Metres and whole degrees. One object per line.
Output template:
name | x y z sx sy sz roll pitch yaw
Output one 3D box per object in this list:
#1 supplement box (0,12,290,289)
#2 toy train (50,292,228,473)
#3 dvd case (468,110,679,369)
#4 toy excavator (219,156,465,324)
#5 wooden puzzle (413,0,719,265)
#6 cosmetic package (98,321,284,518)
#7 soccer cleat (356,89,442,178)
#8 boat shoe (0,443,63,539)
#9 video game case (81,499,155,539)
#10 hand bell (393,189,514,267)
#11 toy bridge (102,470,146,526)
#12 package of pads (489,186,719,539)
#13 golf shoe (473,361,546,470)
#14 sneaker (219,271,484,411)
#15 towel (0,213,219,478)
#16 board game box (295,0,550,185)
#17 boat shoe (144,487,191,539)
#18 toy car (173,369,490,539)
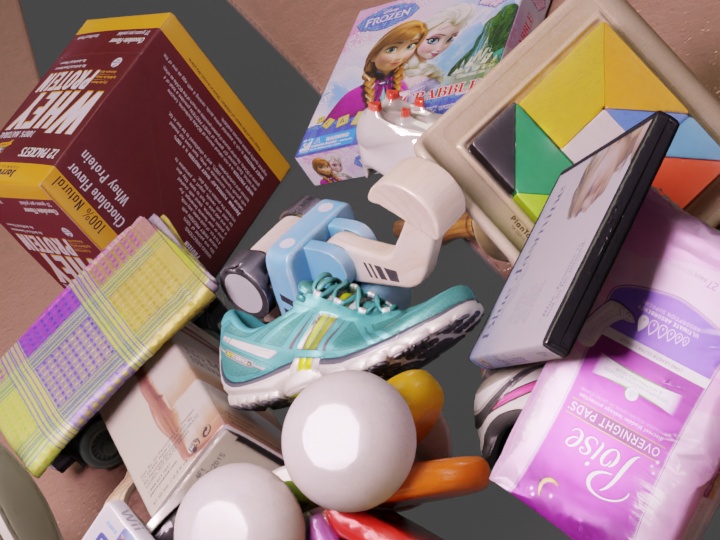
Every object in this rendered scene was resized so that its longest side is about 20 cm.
supplement box | -0.206 -0.087 1.297 0.132 0.198 0.201 6 55 45
toy train | -0.200 0.074 1.187 0.200 0.114 0.085 -43 36 -7
dvd case | 0.120 -0.011 0.855 0.144 0.017 0.200 -63 4 -8
toy excavator | 0.000 0.000 1.037 0.198 0.196 0.100 12 41 36
wooden puzzle | 0.163 -0.081 0.985 0.200 0.185 0.037 -43 -2 -15
cosmetic package | -0.123 0.115 1.072 0.088 0.103 0.200 -51 36 5
soccer cleat | 0.082 -0.085 1.162 0.198 0.078 0.069 22 38 31
boat shoe | -0.238 0.209 1.013 0.060 0.203 0.072 -30 4 14
video game case | -0.128 0.262 0.878 0.200 0.018 0.144 44 109 26
hand bell | 0.086 -0.036 1.098 0.105 0.104 0.199 -53 26 -21
toy bridge | -0.163 0.199 1.057 0.027 0.067 0.201 -27 37 14
package of pads | 0.168 0.065 0.824 0.120 0.075 0.202 29 95 28
golf shoe | 0.161 0.077 0.908 0.198 0.072 0.093 -19 47 36
sneaker | -0.014 0.039 0.964 0.198 0.077 0.081 -16 81 25
towel | -0.198 0.050 1.093 0.200 0.023 0.143 -46 39 -4
board game box | 0.058 -0.176 1.295 0.198 0.041 0.201 -9 45 35
boat shoe | -0.141 0.238 0.938 0.060 0.074 0.202 31 95 21
toy car | -0.006 0.163 0.904 0.200 0.175 0.150 -40 74 7
